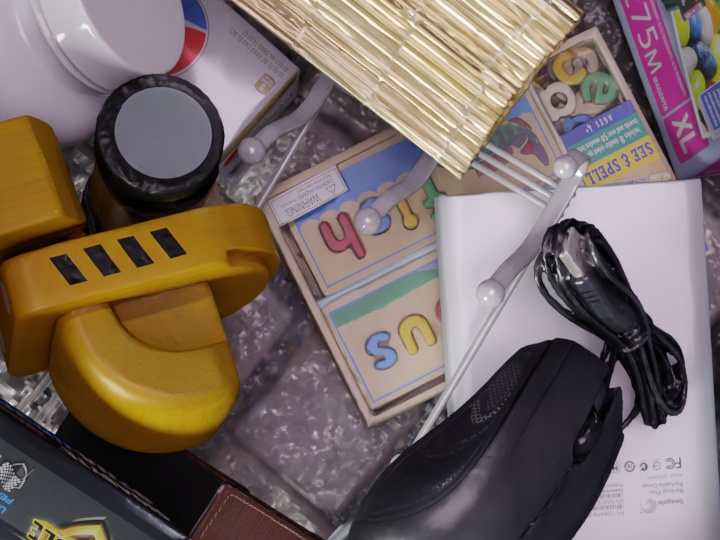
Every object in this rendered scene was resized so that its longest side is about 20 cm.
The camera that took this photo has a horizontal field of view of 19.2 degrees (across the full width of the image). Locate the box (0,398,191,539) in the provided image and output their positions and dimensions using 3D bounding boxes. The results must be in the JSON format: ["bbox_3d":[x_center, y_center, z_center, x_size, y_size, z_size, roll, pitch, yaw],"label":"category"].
[{"bbox_3d":[-0.191,0.122,0.887,0.200,0.046,0.159,40,86,-33],"label":"box"}]

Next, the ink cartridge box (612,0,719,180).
[{"bbox_3d":[0.197,-0.133,1.010,0.042,0.200,0.120,-12,77,-31],"label":"ink cartridge box"}]

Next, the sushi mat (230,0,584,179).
[{"bbox_3d":[-0.005,-0.138,0.956,0.200,0.012,0.096,38,105,-3],"label":"sushi mat"}]

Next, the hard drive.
[{"bbox_3d":[0.108,0.059,1.054,0.131,0.027,0.201,-4,92,-5],"label":"hard drive"}]

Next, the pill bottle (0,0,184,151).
[{"bbox_3d":[-0.184,-0.095,0.999,0.200,0.109,0.109,-20,84,29],"label":"pill bottle"}]

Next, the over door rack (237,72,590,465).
[{"bbox_3d":[0.000,0.000,1.016,0.147,0.067,0.200,31,102,16],"label":"over door rack"}]

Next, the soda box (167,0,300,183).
[{"bbox_3d":[-0.124,-0.136,1.070,0.200,0.064,0.068,42,84,2],"label":"soda box"}]

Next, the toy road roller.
[{"bbox_3d":[-0.132,0.014,0.938,0.199,0.123,0.146,-15,74,-16],"label":"toy road roller"}]

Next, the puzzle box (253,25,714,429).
[{"bbox_3d":[0.062,-0.021,1.082,0.200,0.025,0.133,-27,86,-5],"label":"puzzle box"}]

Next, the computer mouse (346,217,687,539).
[{"bbox_3d":[0.075,0.086,0.970,0.200,0.053,0.139,-47,129,-11],"label":"computer mouse"}]

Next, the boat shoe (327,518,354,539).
[{"bbox_3d":[-0.031,0.201,1.005,0.070,0.072,0.201,25,78,22],"label":"boat shoe"}]

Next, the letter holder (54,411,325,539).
[{"bbox_3d":[-0.119,0.183,1.027,0.100,0.142,0.200,29,83,34],"label":"letter holder"}]
